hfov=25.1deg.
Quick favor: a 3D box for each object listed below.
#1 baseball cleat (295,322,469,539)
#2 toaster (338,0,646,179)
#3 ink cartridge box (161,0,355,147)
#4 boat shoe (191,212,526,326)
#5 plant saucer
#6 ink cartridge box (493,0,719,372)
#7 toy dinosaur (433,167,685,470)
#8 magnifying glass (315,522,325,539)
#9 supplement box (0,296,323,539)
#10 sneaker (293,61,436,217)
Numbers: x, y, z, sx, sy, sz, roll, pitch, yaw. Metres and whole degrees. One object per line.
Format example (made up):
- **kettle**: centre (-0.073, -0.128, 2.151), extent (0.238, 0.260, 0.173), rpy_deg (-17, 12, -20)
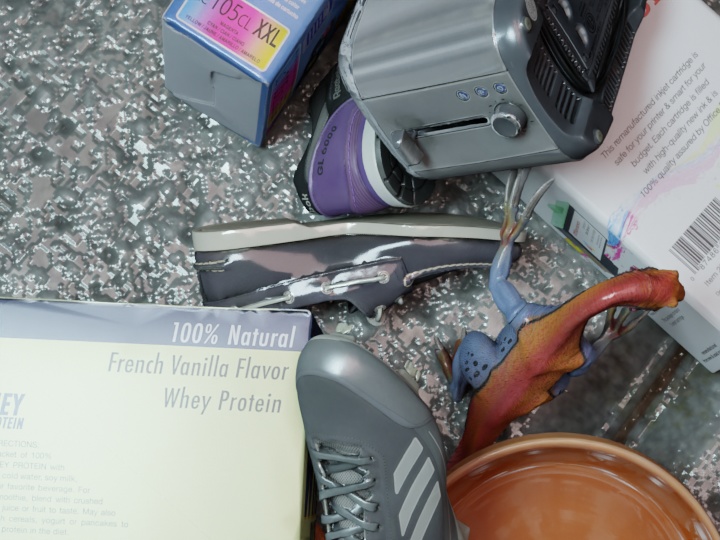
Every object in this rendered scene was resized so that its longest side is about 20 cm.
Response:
- **baseball cleat**: centre (0.006, 0.126, 0.802), extent (0.069, 0.201, 0.107), rpy_deg (5, 48, 33)
- **toaster**: centre (0.074, -0.139, 0.886), extent (0.114, 0.128, 0.201), rpy_deg (50, 45, -34)
- **ink cartridge box**: centre (-0.034, -0.188, 0.954), extent (0.076, 0.136, 0.201), rpy_deg (30, 78, 0)
- **boat shoe**: centre (0.000, 0.000, 0.960), extent (0.197, 0.073, 0.064), rpy_deg (-2, 97, -1)
- **plant saucer**: centre (0.110, 0.189, 0.909), extent (0.198, 0.032, 0.203), rpy_deg (0, 98, 2)
- **ink cartridge box**: centre (0.191, -0.063, 0.968), extent (0.200, 0.084, 0.145), rpy_deg (42, 79, 6)
- **toy dinosaur**: centre (0.109, 0.051, 0.886), extent (0.104, 0.181, 0.202), rpy_deg (14, 85, -11)
- **magnifying glass**: centre (-0.062, 0.119, 0.948), extent (0.079, 0.022, 0.201), rpy_deg (-36, 81, -9)
- **supplement box**: centre (-0.123, 0.123, 0.869), extent (0.197, 0.134, 0.202), rpy_deg (2, 83, 1)
- **sneaker**: centre (0.007, -0.122, 0.975), extent (0.087, 0.076, 0.201), rpy_deg (-12, 48, 37)
